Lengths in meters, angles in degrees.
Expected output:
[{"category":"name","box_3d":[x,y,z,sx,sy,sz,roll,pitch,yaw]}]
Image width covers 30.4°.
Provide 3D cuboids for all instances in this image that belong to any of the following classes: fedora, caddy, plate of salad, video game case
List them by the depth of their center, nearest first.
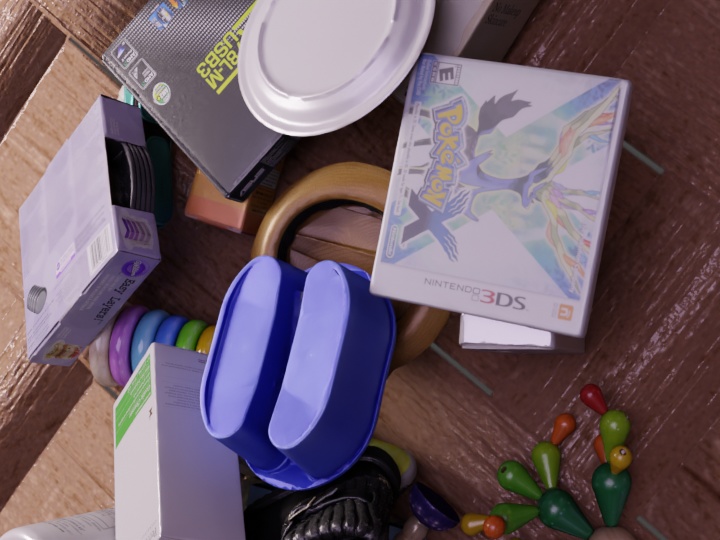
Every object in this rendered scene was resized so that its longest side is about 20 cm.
[{"category":"video game case","box_3d":[0.109,-0.063,1.053,0.180,0.022,0.203,11,89,21]},{"category":"caddy","box_3d":[-0.048,0.082,1.123,0.140,0.105,0.202,5,72,29]},{"category":"plate of salad","box_3d":[-0.019,-0.202,1.135,0.198,0.048,0.203,-14,62,28]},{"category":"fedora","box_3d":[0.000,0.000,1.213,0.198,0.082,0.204,-1,86,18]}]

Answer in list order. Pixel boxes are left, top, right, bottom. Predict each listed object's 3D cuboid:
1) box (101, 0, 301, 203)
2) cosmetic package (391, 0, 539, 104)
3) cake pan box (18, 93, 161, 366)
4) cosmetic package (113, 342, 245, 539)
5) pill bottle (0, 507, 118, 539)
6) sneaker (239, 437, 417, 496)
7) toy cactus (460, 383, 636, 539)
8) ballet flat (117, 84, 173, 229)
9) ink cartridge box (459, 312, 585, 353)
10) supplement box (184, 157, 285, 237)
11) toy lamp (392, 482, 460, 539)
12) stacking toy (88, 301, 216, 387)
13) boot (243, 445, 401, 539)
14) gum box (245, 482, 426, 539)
[{"category":"box","box_3d":[-0.111,-0.201,1.221,0.200,0.047,0.193,-45,71,9]},{"category":"cosmetic package","box_3d":[0.100,-0.236,1.162,0.073,0.103,0.201,41,114,18]},{"category":"cake pan box","box_3d":[-0.261,-0.038,1.257,0.200,0.052,0.186,-45,47,37]},{"category":"cosmetic package","box_3d":[-0.162,0.179,1.168,0.108,0.084,0.202,-53,33,37]},{"category":"pill bottle","box_3d":[-0.226,0.274,1.203,0.113,0.199,0.116,2,93,41]},{"category":"sneaker","box_3d":[-0.045,0.161,1.208,0.197,0.077,0.076,10,44,19]},{"category":"toy cactus","box_3d":[0.187,0.215,1.129,0.164,0.102,0.201,38,90,9]},{"category":"ballet flat","box_3d":[-0.218,-0.139,1.316,0.070,0.067,0.203,0,83,34]},{"category":"ink cartridge box","box_3d":[0.144,-0.031,1.127,0.083,0.145,0.203,2,86,20]},{"category":"supplement box","box_3d":[-0.103,-0.137,1.271,0.066,0.069,0.203,17,93,18]},{"category":"toy lamp","box_3d":[0.008,0.279,1.156,0.058,0.058,0.201,41,98,18]},{"category":"stacking toy","box_3d":[-0.155,0.083,1.271,0.197,0.085,0.087,8,88,15]},{"category":"boot","box_3d":[-0.056,0.241,1.113,0.211,0.158,0.080,-40,100,18]},{"category":"gum box","box_3d":[-0.040,0.315,1.222,0.168,0.044,0.203,11,89,20]}]
